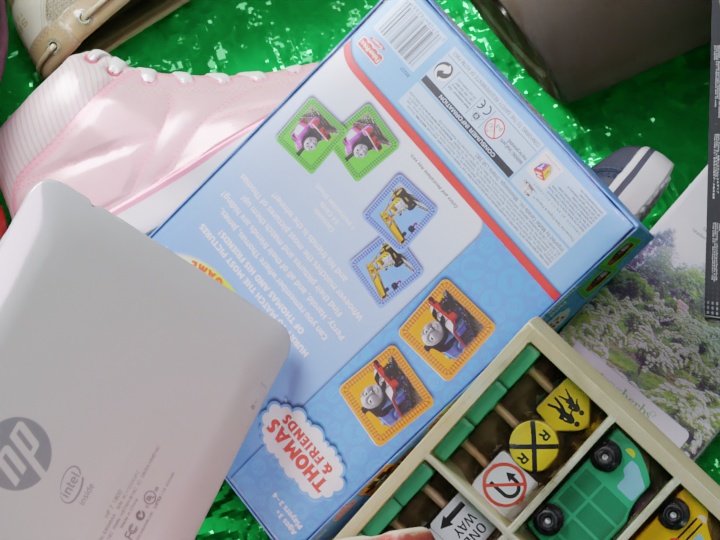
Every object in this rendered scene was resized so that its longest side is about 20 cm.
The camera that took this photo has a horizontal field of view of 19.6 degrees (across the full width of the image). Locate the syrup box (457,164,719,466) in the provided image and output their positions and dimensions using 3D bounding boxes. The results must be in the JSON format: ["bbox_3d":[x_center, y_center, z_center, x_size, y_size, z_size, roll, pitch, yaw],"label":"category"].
[{"bbox_3d":[0.128,0.044,0.910,0.079,0.082,0.200,39,69,11],"label":"syrup box"}]

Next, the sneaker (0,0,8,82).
[{"bbox_3d":[-0.200,-0.130,0.988,0.074,0.090,0.201,-8,66,-1],"label":"sneaker"}]

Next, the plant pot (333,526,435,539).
[{"bbox_3d":[-0.027,0.192,0.754,0.199,0.200,0.178,-9,82,-4],"label":"plant pot"}]

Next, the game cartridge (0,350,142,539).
[{"bbox_3d":[-0.151,0.151,0.812,0.176,0.032,0.201,-23,98,-28],"label":"game cartridge"}]

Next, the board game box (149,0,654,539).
[{"bbox_3d":[0.000,0.000,0.880,0.200,0.037,0.151,-44,70,9],"label":"board game box"}]

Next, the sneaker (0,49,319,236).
[{"bbox_3d":[-0.079,-0.073,0.968,0.199,0.075,0.105,-28,73,-8],"label":"sneaker"}]

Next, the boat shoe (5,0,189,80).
[{"bbox_3d":[-0.075,-0.156,1.013,0.200,0.073,0.063,-24,74,-7],"label":"boat shoe"}]

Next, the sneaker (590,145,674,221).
[{"bbox_3d":[0.055,0.003,0.932,0.079,0.079,0.200,40,73,11],"label":"sneaker"}]

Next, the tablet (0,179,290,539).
[{"bbox_3d":[-0.118,0.080,0.809,0.130,0.014,0.201,34,73,-25],"label":"tablet"}]

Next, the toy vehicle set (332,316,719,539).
[{"bbox_3d":[0.049,0.134,0.833,0.124,0.027,0.200,42,103,7],"label":"toy vehicle set"}]

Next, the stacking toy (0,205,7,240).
[{"bbox_3d":[-0.255,-0.045,0.963,0.199,0.085,0.086,26,67,4],"label":"stacking toy"}]

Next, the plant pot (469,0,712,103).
[{"bbox_3d":[0.127,-0.175,0.968,0.173,0.200,0.200,-38,69,1],"label":"plant pot"}]

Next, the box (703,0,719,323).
[{"bbox_3d":[0.218,-0.079,0.865,0.159,0.044,0.201,-1,94,-31],"label":"box"}]
